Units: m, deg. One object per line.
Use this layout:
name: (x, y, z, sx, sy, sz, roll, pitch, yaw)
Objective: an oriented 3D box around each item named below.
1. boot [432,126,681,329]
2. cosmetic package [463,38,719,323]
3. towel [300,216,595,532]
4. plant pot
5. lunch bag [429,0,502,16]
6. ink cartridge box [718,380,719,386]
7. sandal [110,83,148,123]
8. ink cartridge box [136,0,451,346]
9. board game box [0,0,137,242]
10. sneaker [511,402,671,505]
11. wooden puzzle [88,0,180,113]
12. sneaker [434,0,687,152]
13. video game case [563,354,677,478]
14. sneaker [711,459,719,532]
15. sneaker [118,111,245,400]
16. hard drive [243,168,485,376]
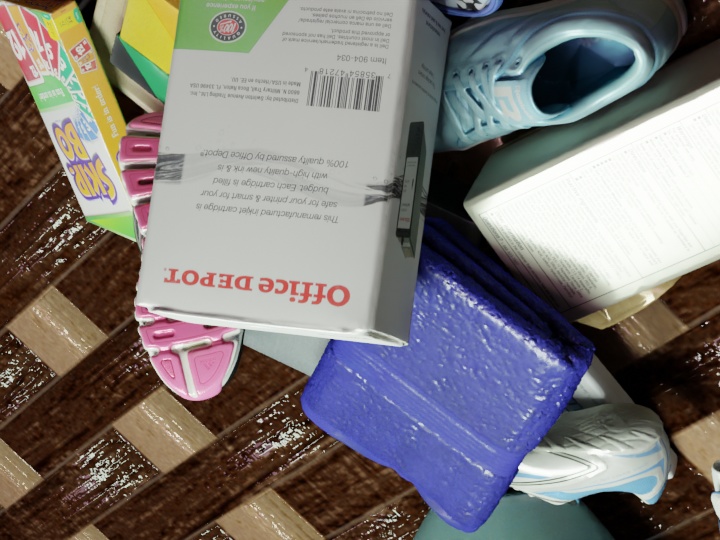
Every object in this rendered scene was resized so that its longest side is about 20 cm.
boot: (0.087, -0.036, 1.480, 0.200, 0.066, 0.175, 45, 143, -11)
cosmetic package: (0.172, -0.054, 1.344, 0.200, 0.073, 0.104, -24, 111, 33)
towel: (0.054, 0.063, 1.429, 0.148, 0.050, 0.200, 36, 140, 7)
plant pot: (0.110, 0.225, 1.654, 0.200, 0.200, 0.135, -6, 91, 42)
lunch bag: (0.008, -0.222, 1.345, 0.200, 0.076, 0.160, 12, 138, 32)
ink cartridge box: (0.323, 0.088, 1.371, 0.200, 0.067, 0.116, 44, 145, 20)
sandal: (-0.147, -0.089, 1.619, 0.207, 0.059, 0.079, 19, 139, 23)
ink cartridge box: (-0.037, -0.063, 1.334, 0.145, 0.200, 0.084, 6, 174, 18)
board game box: (-0.191, -0.100, 1.597, 0.096, 0.030, 0.200, 21, 140, 54)
sneaker: (0.108, 0.124, 1.528, 0.200, 0.072, 0.073, 2, 119, 23)
wooden puzzle: (-0.097, -0.132, 1.480, 0.185, 0.037, 0.200, 38, 153, 3)
sneaker: (0.091, -0.113, 1.343, 0.200, 0.082, 0.074, -24, 104, 31)
video game case: (0.095, 0.089, 1.578, 0.182, 0.024, 0.200, -7, 141, 35)
sneaker: (0.267, 0.188, 1.562, 0.200, 0.081, 0.147, -20, 107, 52)
sneaker: (-0.112, -0.003, 1.524, 0.074, 0.200, 0.087, -15, 158, 4)
hard drive: (0.000, 0.000, 1.472, 0.139, 0.033, 0.200, 25, 137, 9)
